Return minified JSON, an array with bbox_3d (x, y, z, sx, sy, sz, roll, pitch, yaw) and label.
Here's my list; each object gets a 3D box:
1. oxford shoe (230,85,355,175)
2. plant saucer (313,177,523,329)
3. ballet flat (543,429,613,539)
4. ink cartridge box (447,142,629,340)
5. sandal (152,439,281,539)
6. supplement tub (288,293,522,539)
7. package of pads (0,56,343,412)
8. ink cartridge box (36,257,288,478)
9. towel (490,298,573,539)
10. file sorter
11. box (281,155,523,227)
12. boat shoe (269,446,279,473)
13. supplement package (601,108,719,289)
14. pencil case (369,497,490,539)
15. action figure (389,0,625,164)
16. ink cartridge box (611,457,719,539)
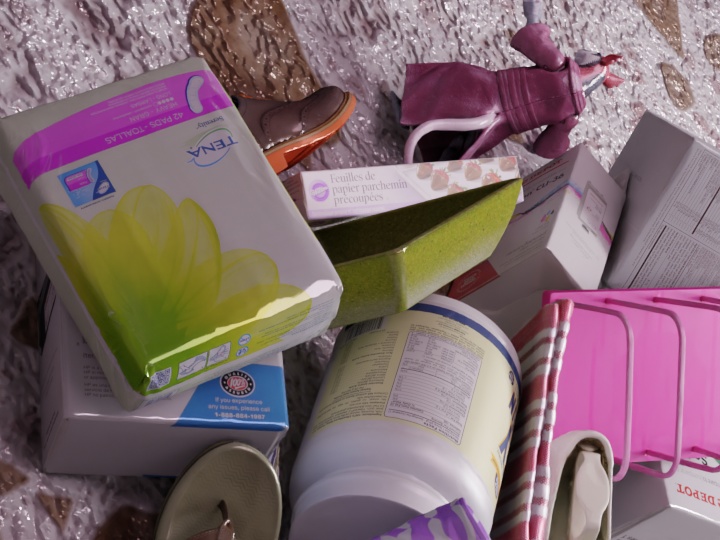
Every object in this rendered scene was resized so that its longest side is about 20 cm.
[{"bbox_3d":[-0.069,-0.112,1.586,0.073,0.071,0.200,52,35,-1],"label":"oxford shoe"},{"bbox_3d":[0.000,0.000,1.488,0.199,0.199,0.048,-30,103,-55],"label":"plant saucer"},{"bbox_3d":[0.156,0.207,1.505,0.069,0.069,0.201,25,59,-39],"label":"ballet flat"},{"bbox_3d":[0.153,-0.029,1.762,0.068,0.116,0.200,47,35,-16],"label":"ink cartridge box"},{"bbox_3d":[-0.098,0.201,1.265,0.080,0.057,0.202,31,71,-22],"label":"sandal"},{"bbox_3d":[0.031,0.129,1.468,0.145,0.145,0.201,44,38,-21],"label":"supplement tub"},{"bbox_3d":[-0.119,-0.027,1.292,0.154,0.068,0.201,-21,69,-28],"label":"package of pads"},{"bbox_3d":[-0.133,0.027,1.347,0.144,0.084,0.201,5,58,-19],"label":"ink cartridge box"},{"bbox_3d":[0.124,0.131,1.546,0.030,0.146,0.201,10,75,-6],"label":"towel"},{"bbox_3d":[0.255,0.090,1.629,0.199,0.125,0.140,-1,97,-26],"label":"file sorter"},{"bbox_3d":[0.035,-0.062,1.636,0.199,0.041,0.039,-6,81,-29],"label":"box"},{"bbox_3d":[-0.089,0.140,1.394,0.062,0.071,0.201,78,11,-50],"label":"boat shoe"},{"bbox_3d":[0.314,-0.019,1.810,0.199,0.148,0.191,29,8,-9],"label":"supplement package"},{"bbox_3d":[0.002,0.222,1.323,0.084,0.199,0.086,59,-1,-16],"label":"pencil case"},{"bbox_3d":[0.124,-0.147,1.736,0.149,0.199,0.135,-72,144,-74],"label":"action figure"},{"bbox_3d":[0.260,0.146,1.794,0.146,0.084,0.201,22,48,-41],"label":"ink cartridge box"}]
